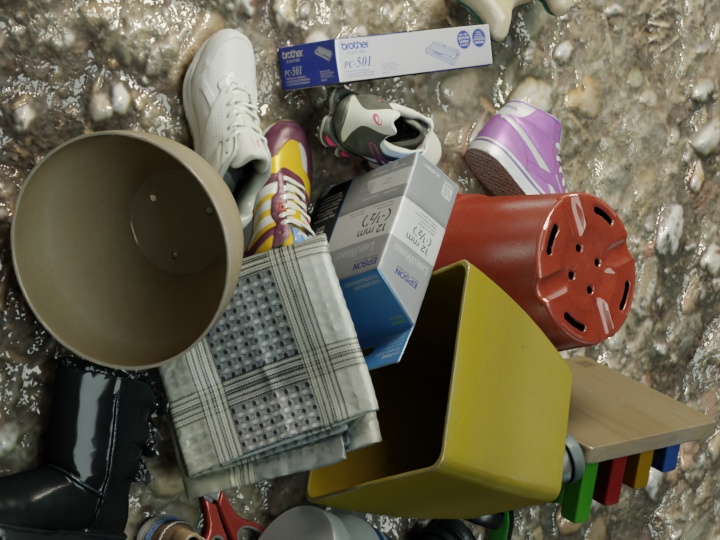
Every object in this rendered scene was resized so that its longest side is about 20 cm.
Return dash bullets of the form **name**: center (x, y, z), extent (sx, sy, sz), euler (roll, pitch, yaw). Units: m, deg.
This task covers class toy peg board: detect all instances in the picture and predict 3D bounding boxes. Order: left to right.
- **toy peg board**: center (0.233, 0.180, 1.726), extent (0.198, 0.199, 0.099), euler (-5, 112, -39)

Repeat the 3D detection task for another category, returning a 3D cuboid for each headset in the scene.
- **headset**: center (0.094, 0.258, 1.684), extent (0.124, 0.093, 0.201), euler (-53, 142, -23)

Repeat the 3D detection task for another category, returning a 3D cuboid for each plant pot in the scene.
- **plant pot**: center (-0.182, -0.029, 1.400), extent (0.134, 0.198, 0.202), euler (-38, 118, -69)
- **plant pot**: center (0.088, 0.137, 1.529), extent (0.176, 0.199, 0.202), euler (27, 60, -30)
- **plant pot**: center (0.157, 0.007, 1.634), extent (0.200, 0.194, 0.203), euler (6, 81, -41)

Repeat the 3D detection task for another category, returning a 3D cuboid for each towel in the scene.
- **towel**: center (-0.092, 0.089, 1.455), extent (0.191, 0.035, 0.202), euler (-17, 84, 3)

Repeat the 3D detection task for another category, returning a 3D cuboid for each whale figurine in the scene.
- **whale figurine**: center (0.156, -0.323, 1.695), extent (0.159, 0.103, 0.201), euler (46, 61, -21)

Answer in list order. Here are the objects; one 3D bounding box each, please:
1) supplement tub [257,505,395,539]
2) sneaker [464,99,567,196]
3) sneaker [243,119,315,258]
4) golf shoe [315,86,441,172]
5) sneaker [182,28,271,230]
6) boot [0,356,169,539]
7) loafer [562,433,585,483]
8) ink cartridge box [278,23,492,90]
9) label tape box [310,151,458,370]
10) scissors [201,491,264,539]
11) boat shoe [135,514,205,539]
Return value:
- **supplement tub**: center (-0.002, 0.321, 1.554), extent (0.200, 0.144, 0.146), euler (36, 69, -36)
- **sneaker**: center (0.207, -0.097, 1.766), extent (0.115, 0.072, 0.201), euler (-52, 120, -29)
- **sneaker**: center (-0.070, -0.045, 1.530), extent (0.075, 0.090, 0.202), euler (17, 81, -37)
- **golf shoe**: center (0.038, -0.125, 1.601), extent (0.199, 0.087, 0.078), euler (13, 88, -58)
- **sneaker**: center (-0.113, -0.123, 1.488), extent (0.077, 0.099, 0.202), euler (5, 87, -38)
- **boot**: center (-0.259, 0.155, 1.394), extent (0.197, 0.073, 0.164), euler (17, 82, -45)
- **loafer**: center (0.140, 0.178, 1.636), extent (0.063, 0.199, 0.073), euler (-22, 106, -30)
- **ink cartridge box**: center (0.026, -0.212, 1.603), extent (0.199, 0.094, 0.045), euler (-13, 99, -38)
- **label tape box**: center (0.000, 0.000, 1.527), extent (0.066, 0.143, 0.201), euler (39, 55, -27)
- **scissors**: center (-0.144, 0.211, 1.523), extent (0.073, 0.014, 0.201), euler (-38, 115, -30)
- **boat shoe**: center (-0.142, 0.320, 1.490), extent (0.072, 0.072, 0.201), euler (-39, 114, -31)
